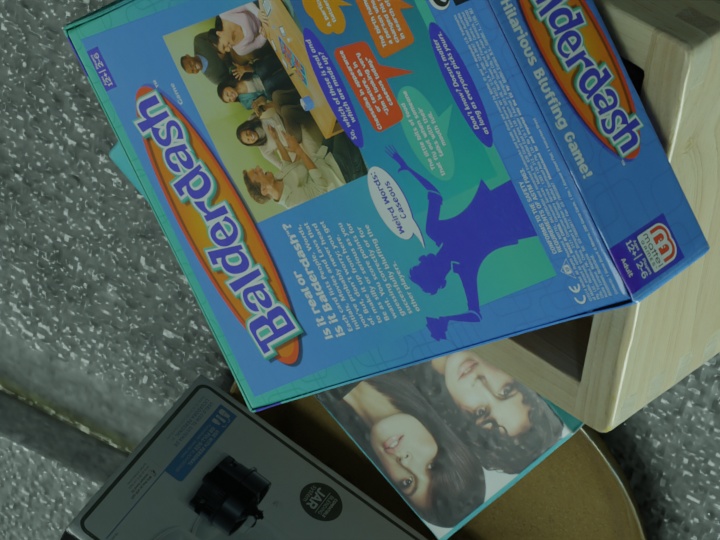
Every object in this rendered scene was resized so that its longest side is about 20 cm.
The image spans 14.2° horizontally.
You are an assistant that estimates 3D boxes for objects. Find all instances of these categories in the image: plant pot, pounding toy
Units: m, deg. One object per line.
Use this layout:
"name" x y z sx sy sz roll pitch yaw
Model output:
"plant pot" 0.033 0.097 1.200 0.199 0.028 0.201 17 130 20
"pounding toy" 0.091 -0.080 0.976 0.184 0.142 0.201 32 133 28

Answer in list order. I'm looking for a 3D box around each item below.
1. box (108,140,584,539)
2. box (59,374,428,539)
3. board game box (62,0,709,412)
"box" 0.000 0.000 1.106 0.200 0.049 0.082 49 124 2
"box" -0.022 0.147 1.174 0.200 0.117 0.060 37 132 5
"board game box" 0.002 -0.045 0.942 0.199 0.045 0.153 -17 101 49
